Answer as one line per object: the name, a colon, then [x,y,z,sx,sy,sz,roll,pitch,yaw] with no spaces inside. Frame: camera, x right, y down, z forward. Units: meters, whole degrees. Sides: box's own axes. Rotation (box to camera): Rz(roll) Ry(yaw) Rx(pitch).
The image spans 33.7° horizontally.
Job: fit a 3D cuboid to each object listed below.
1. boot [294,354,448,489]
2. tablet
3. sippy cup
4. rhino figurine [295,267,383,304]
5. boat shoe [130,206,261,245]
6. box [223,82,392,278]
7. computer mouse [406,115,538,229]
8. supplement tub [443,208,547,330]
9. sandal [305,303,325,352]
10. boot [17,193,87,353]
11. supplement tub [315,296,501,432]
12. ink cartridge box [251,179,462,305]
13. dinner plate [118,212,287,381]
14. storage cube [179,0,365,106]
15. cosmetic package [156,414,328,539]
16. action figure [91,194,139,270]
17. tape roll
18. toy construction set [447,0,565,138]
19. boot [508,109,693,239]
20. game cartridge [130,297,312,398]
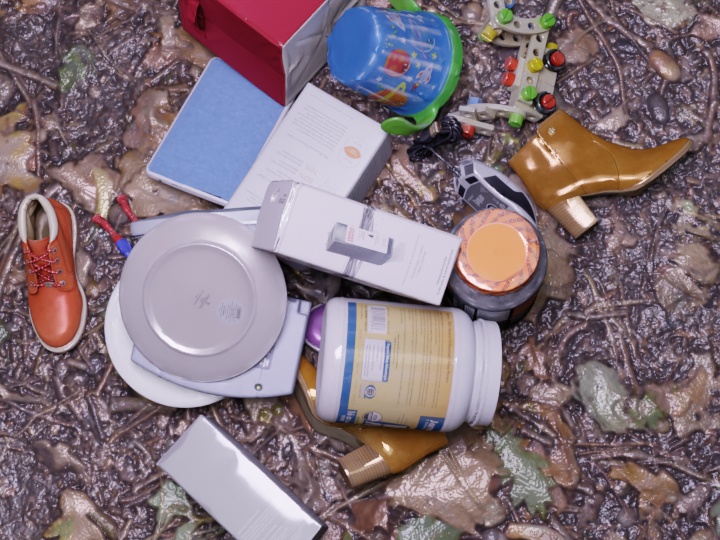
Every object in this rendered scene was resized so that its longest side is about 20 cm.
boot: [0.007,0.159,1.463,0.144,0.071,0.201,-26,68,-16]
tablet: [-0.179,-0.182,1.546,0.130,0.014,0.200,21,65,10]
sippy cup: [0.034,-0.264,1.462,0.178,0.130,0.140,51,120,38]
rhino figurine: [0.000,0.000,1.454,0.200,0.060,0.088,-14,66,-37]
boat shoe: [-0.176,-0.029,1.426,0.202,0.075,0.086,-4,97,7]
box: [-0.064,-0.112,1.502,0.124,0.097,0.200,31,81,10]
computer mouse: [0.153,-0.111,1.502,0.200,0.110,0.044,44,60,0]
supplement tub: [0.157,-0.001,1.413,0.122,0.200,0.123,-1,77,3]
sandal: [0.025,0.076,1.476,0.202,0.050,0.083,11,69,7]
boot: [-0.394,0.002,1.494,0.075,0.107,0.200,-8,79,0]
supplement tub: [0.053,0.110,1.374,0.200,0.145,0.145,6,78,-4]
ink cartridge box: [-0.009,-0.032,1.332,0.200,0.146,0.085,20,88,-16]
dinner plate: [-0.186,0.033,1.386,0.200,0.024,0.201,0,98,3]
storage cube: [-0.109,-0.354,1.512,0.180,0.171,0.200,39,75,10]
cosmetic package: [-0.138,0.268,1.419,0.200,0.107,0.090,38,83,12]
action figure: [-0.264,-0.004,1.518,0.065,0.052,0.200,-38,81,-8]
tape roll: [-0.213,0.069,1.468,0.202,0.037,0.203,0,84,-3]
toy construction set: [0.188,-0.258,1.523,0.131,0.092,0.200,20,87,-17]
boot: [0.299,-0.150,1.495,0.201,0.071,0.144,-36,81,0]
game cartridge: [-0.168,0.083,1.430,0.200,0.041,0.133,12,81,1]
